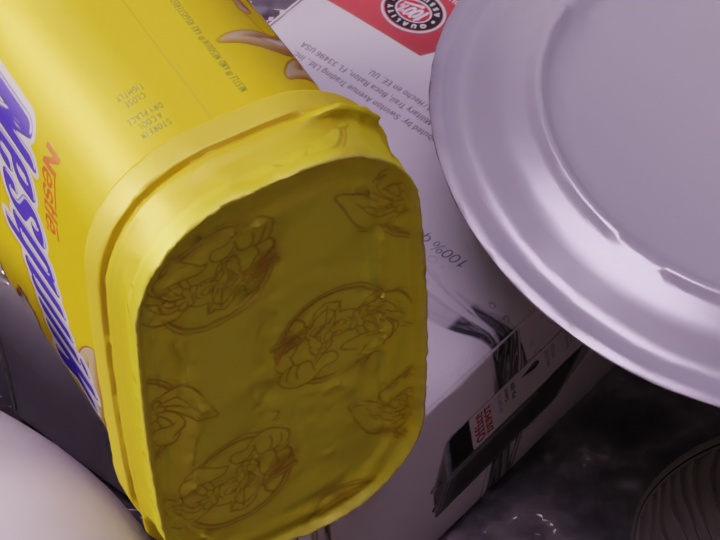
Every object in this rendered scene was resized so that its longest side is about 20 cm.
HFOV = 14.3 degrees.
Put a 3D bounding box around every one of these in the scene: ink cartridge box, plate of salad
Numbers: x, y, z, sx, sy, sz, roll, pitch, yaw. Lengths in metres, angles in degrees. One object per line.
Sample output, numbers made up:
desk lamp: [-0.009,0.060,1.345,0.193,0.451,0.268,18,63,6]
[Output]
ink cartridge box: [0.000,0.000,0.926,0.147,0.083,0.200,34,58,26]
plate of salad: [0.116,-0.031,0.871,0.200,0.048,0.200,8,51,-10]

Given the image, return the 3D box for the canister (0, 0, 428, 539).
canister: [-0.068,-0.036,0.810,0.086,0.149,0.200,-24,52,-18]

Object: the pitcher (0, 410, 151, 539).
pitcher: [-0.145,0.105,0.834,0.172,0.121,0.200,-43,54,7]

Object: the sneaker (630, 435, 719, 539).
sneaker: [0.182,0.087,0.849,0.200,0.106,0.075,-8,73,43]
